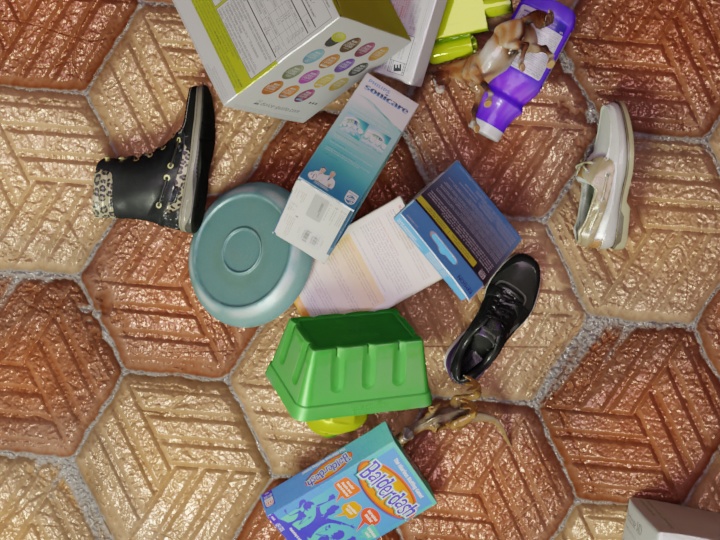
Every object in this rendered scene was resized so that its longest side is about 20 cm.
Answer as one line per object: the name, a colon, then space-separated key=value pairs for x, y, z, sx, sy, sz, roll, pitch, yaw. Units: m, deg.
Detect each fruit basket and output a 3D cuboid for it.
fruit basket: x=-0.021 y=0.159 z=1.650 sx=0.214 sy=0.156 sz=0.218 roll=-11 pitch=120 yaw=-20

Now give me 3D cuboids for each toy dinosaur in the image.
toy dinosaur: x=0.136 y=0.194 z=1.672 sx=0.198 sy=0.106 sz=0.061 roll=-1 pitch=54 yaw=-28

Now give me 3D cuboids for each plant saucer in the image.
plant saucer: x=-0.155 y=-0.025 z=1.677 sx=0.198 sy=0.027 sz=0.202 roll=-6 pitch=77 yaw=27

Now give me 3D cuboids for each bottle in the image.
bottle: x=0.214 y=-0.273 z=1.680 sx=0.083 sy=0.065 sz=0.201 roll=28 pitch=94 yaw=8

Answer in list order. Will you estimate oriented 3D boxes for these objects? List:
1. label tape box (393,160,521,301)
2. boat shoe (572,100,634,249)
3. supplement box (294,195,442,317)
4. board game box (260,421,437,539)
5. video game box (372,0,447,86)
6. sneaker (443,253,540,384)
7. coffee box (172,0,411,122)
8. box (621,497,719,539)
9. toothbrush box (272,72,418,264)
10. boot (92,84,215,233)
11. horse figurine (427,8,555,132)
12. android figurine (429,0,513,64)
label tape box: x=0.118 y=-0.043 z=1.631 sx=0.144 sy=0.200 sz=0.066 roll=50 pitch=127 yaw=-3
boat shoe: x=0.327 y=-0.129 z=1.682 sx=0.068 sy=0.075 sz=0.202 roll=0 pitch=94 yaw=-4
supplement box: x=0.000 y=0.000 z=1.697 sx=0.199 sy=0.074 sz=0.127 roll=-28 pitch=91 yaw=4
board game box: x=-0.014 y=0.312 z=1.691 sx=0.199 sy=0.045 sz=0.153 roll=-32 pitch=128 yaw=3
video game box: x=0.025 y=-0.366 z=1.650 sx=0.181 sy=0.047 sz=0.202 roll=21 pitch=101 yaw=21
sneaker: x=0.188 y=0.071 z=1.689 sx=0.075 sy=0.088 sz=0.201 roll=30 pitch=93 yaw=0
coffee box: x=-0.091 y=-0.333 z=1.573 sx=0.197 sy=0.199 sz=0.201 roll=-33 pitch=76 yaw=24
box: x=0.454 y=0.420 z=1.647 sx=0.198 sy=0.199 sz=0.173 roll=11 pitch=93 yaw=1
toothbrush box: x=-0.020 y=-0.132 z=1.613 sx=0.085 sy=0.147 sz=0.201 roll=30 pitch=57 yaw=-1
boot: x=-0.282 y=-0.158 z=1.697 sx=0.152 sy=0.073 sz=0.206 roll=5 pitch=84 yaw=10
horse figurine: x=0.181 y=-0.273 z=1.616 sx=0.050 sy=0.133 sz=0.200 roll=30 pitch=121 yaw=-33
android figurine: x=0.103 y=-0.374 z=1.682 sx=0.198 sy=0.041 sz=0.184 roll=-11 pitch=93 yaw=12
